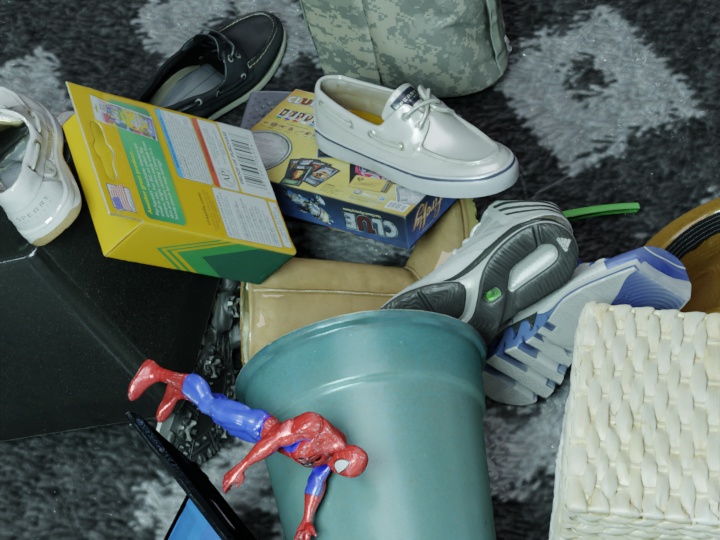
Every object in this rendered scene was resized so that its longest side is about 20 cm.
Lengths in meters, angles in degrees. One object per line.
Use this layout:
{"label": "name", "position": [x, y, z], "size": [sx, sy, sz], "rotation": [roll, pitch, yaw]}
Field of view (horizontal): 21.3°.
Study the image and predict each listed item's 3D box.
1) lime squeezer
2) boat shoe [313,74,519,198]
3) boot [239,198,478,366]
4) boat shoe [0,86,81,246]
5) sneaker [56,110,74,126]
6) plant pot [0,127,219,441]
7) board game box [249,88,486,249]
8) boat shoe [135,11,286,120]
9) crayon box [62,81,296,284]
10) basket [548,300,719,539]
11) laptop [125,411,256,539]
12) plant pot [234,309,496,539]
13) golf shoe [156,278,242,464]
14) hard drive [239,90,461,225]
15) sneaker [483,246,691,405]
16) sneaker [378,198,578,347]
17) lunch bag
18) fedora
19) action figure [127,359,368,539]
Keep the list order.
{"label": "lime squeezer", "position": [0.154, -0.022, 1.662], "size": [0.200, 0.038, 0.071], "rotation": [-40, 59, -23]}
{"label": "boat shoe", "position": [0.042, -0.117, 1.575], "size": [0.199, 0.070, 0.071], "rotation": [22, 45, 36]}
{"label": "boot", "position": [0.000, 0.000, 1.601], "size": [0.199, 0.066, 0.176], "rotation": [2, 64, -10]}
{"label": "boat shoe", "position": [-0.270, -0.098, 1.471], "size": [0.071, 0.069, 0.200], "rotation": [-42, 39, 2]}
{"label": "sneaker", "position": [-0.282, -0.064, 1.717], "size": [0.077, 0.073, 0.200], "rotation": [26, 61, 14]}
{"label": "plant pot", "position": [-0.247, -0.001, 1.556], "size": [0.199, 0.178, 0.200], "rotation": [-10, 49, 28]}
{"label": "board game box", "position": [-0.009, -0.090, 1.638], "size": [0.199, 0.035, 0.135], "rotation": [16, 43, 30]}
{"label": "boat shoe", "position": [-0.144, -0.191, 1.802], "size": [0.074, 0.066, 0.199], "rotation": [36, 64, 28]}
{"label": "crayon box", "position": [-0.152, -0.066, 1.499], "size": [0.052, 0.200, 0.126], "rotation": [-38, 59, 30]}
{"label": "basket", "position": [0.244, 0.151, 1.446], "size": [0.197, 0.161, 0.201], "rotation": [5, 55, 8]}
{"label": "laptop", "position": [-0.116, 0.226, 1.383], "size": [0.103, 0.200, 0.177], "rotation": [-42, 58, -3]}
{"label": "plant pot", "position": [0.017, 0.163, 1.449], "size": [0.199, 0.200, 0.197], "rotation": [-10, 60, -2]}
{"label": "golf shoe", "position": [-0.147, 0.081, 1.602], "size": [0.094, 0.078, 0.201], "rotation": [-3, 48, 25]}
{"label": "hard drive", "position": [-0.016, -0.096, 1.732], "size": [0.199, 0.042, 0.135], "rotation": [7, 54, 10]}
{"label": "sneaker", "position": [0.171, 0.016, 1.555], "size": [0.080, 0.199, 0.116], "rotation": [32, 43, -26]}
{"label": "sneaker", "position": [0.088, 0.012, 1.554], "size": [0.200, 0.076, 0.115], "rotation": [-32, 15, 14]}
{"label": "lunch bag", "position": [0.047, -0.253, 1.752], "size": [0.167, 0.200, 0.140], "rotation": [13, 57, 19]}
{"label": "fedora", "position": [0.304, 0.018, 1.570], "size": [0.200, 0.082, 0.201], "rotation": [-24, 29, 15]}
{"label": "action figure", "position": [-0.086, 0.135, 1.374], "size": [0.199, 0.065, 0.099], "rotation": [11, 71, 34]}
